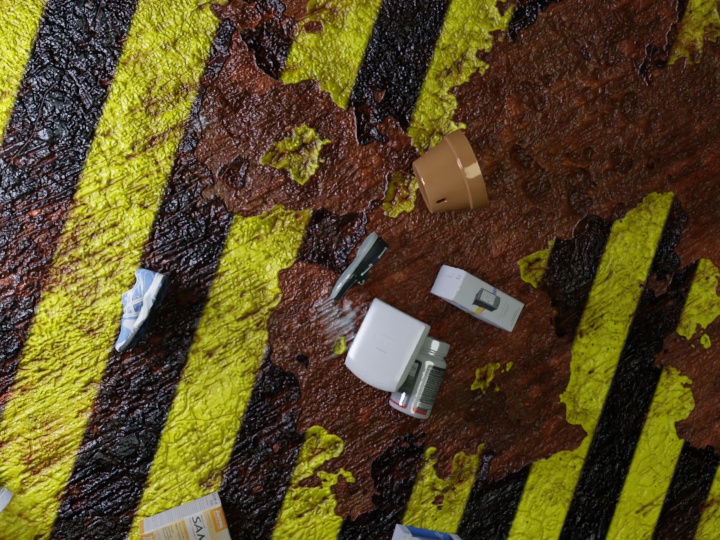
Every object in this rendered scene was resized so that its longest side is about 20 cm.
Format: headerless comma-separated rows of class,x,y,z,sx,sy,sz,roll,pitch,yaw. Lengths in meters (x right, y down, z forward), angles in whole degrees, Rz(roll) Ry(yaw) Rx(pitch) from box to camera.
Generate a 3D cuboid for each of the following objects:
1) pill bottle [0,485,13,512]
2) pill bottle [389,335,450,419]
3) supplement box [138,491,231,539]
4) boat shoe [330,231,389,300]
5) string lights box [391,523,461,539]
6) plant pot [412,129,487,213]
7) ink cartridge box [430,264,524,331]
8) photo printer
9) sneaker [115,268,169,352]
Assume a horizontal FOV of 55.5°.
pill bottle,-0.850,0.449,1.464,0.111,0.111,0.201,-43,108,-9
pill bottle,0.158,0.272,1.785,0.112,0.114,0.203,20,90,-20
supplement box,-0.420,0.640,1.654,0.197,0.073,0.128,-17,103,-16
boat shoe,0.000,0.000,1.718,0.060,0.076,0.201,37,85,-13
string lights box,0.181,0.773,1.884,0.197,0.059,0.104,18,91,-20
plant pot,0.217,-0.231,1.714,0.138,0.200,0.203,-22,104,2
ink cartridge box,0.303,0.072,1.793,0.198,0.147,0.087,27,88,-19
photo printer,0.063,0.194,1.733,0.165,0.069,0.202,27,88,16
sneaker,-0.511,0.090,1.566,0.076,0.076,0.202,26,88,3
